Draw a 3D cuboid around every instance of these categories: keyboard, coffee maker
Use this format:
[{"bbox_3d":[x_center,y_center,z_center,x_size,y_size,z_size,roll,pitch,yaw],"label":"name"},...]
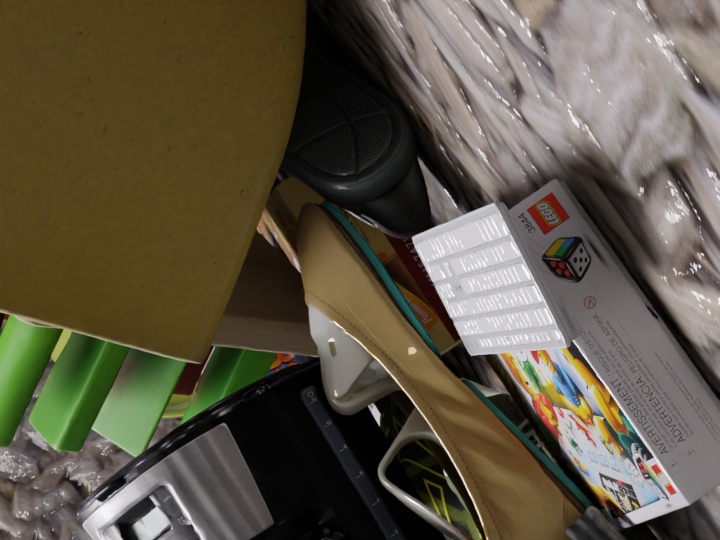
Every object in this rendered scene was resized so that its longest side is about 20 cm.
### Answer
[{"bbox_3d":[0.048,0.006,0.939,0.056,0.011,0.200,58,172,-2],"label":"keyboard"},{"bbox_3d":[-0.014,0.152,1.121,0.200,0.135,0.192,58,-168,9],"label":"coffee maker"}]

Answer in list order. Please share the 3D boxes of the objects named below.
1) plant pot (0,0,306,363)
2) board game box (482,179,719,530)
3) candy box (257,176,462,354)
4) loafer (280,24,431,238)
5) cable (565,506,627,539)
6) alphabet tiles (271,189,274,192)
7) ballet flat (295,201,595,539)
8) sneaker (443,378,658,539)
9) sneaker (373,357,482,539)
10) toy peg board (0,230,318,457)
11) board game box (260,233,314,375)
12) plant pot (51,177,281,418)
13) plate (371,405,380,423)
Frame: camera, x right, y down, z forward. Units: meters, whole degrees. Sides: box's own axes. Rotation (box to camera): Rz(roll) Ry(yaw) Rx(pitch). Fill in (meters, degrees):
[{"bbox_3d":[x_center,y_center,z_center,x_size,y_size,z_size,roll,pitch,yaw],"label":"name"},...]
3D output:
[{"bbox_3d":[-0.135,-0.109,1.058,0.194,0.200,0.196,17,-159,-38],"label":"plant pot"},{"bbox_3d":[0.091,0.040,0.983,0.126,0.035,0.200,55,172,6],"label":"board game box"},{"bbox_3d":[0.000,0.000,1.293,0.116,0.055,0.200,58,174,0],"label":"candy box"},{"bbox_3d":[-0.035,-0.078,1.154,0.200,0.072,0.063,46,174,42],"label":"loafer"},{"bbox_3d":[0.167,0.173,1.019,0.200,0.050,0.097,53,-174,13],"label":"cable"},{"bbox_3d":[-0.083,-0.073,1.419,0.167,0.008,0.200,64,-172,-3],"label":"alphabet tiles"},{"bbox_3d":[0.021,0.057,1.064,0.200,0.063,0.069,49,174,16],"label":"ballet flat"},{"bbox_3d":[0.078,0.105,1.199,0.090,0.067,0.200,52,177,-15],"label":"sneaker"},{"bbox_3d":[0.038,0.112,1.419,0.200,0.085,0.075,50,169,39],"label":"sneaker"},{"bbox_3d":[-0.145,0.009,1.217,0.200,0.098,0.199,9,-155,-44],"label":"toy peg board"},{"bbox_3d":[-0.029,0.085,1.370,0.200,0.034,0.136,67,-177,-60],"label":"board game box"},{"bbox_3d":[-0.120,0.014,1.494,0.187,0.187,0.200,58,-179,-17],"label":"plant pot"},{"bbox_3d":[0.075,0.217,1.832,0.200,0.032,0.200,50,170,36],"label":"plate"}]
